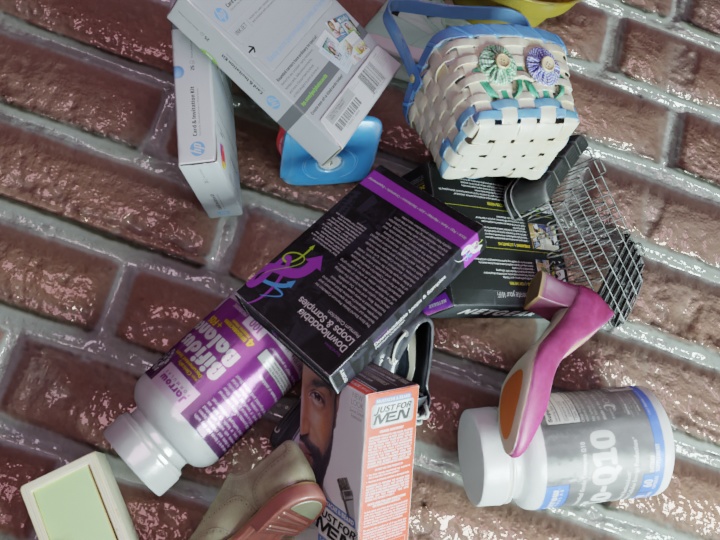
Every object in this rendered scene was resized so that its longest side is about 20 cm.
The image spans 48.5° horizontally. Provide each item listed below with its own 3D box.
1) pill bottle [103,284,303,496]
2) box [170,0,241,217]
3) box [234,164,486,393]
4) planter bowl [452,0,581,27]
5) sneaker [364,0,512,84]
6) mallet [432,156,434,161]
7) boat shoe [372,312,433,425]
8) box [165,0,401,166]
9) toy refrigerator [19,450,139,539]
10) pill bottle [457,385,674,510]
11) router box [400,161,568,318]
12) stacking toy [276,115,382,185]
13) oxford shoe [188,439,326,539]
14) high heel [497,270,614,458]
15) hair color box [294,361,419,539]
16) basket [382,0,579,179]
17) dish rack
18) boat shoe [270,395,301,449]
[{"bbox_3d":[-0.149,0.118,0.786,0.112,0.112,0.200,45,73,5],"label":"pill bottle"},{"bbox_3d":[-0.159,-0.176,0.833,0.040,0.156,0.204,-7,76,-2],"label":"box"},{"bbox_3d":[0.000,0.000,0.741,0.200,0.036,0.142,-41,52,-18],"label":"box"},{"bbox_3d":[0.169,-0.343,0.958,0.197,0.084,0.203,11,48,-12],"label":"planter bowl"},{"bbox_3d":[0.103,-0.269,0.938,0.198,0.074,0.119,24,68,9],"label":"sneaker"},{"bbox_3d":[0.088,-0.106,0.926,0.040,0.066,0.203,6,57,14],"label":"mallet"},{"bbox_3d":[0.037,0.129,0.795,0.072,0.062,0.204,-9,108,-43],"label":"boat shoe"},{"bbox_3d":[-0.067,-0.223,0.782,0.200,0.041,0.157,43,49,-14],"label":"box"},{"bbox_3d":[-0.243,0.281,0.751,0.075,0.070,0.203,-23,80,-14],"label":"toy refrigerator"},{"bbox_3d":[0.206,0.183,0.822,0.196,0.114,0.116,-4,75,-9],"label":"pill bottle"},{"bbox_3d":[0.138,-0.027,0.854,0.198,0.051,0.152,4,71,-39],"label":"router box"},{"bbox_3d":[-0.048,-0.205,0.904,0.108,0.116,0.203,-3,64,-12],"label":"stacking toy"},{"bbox_3d":[-0.117,0.238,0.762,0.199,0.070,0.075,-37,52,16],"label":"oxford shoe"},{"bbox_3d":[0.196,0.100,0.785,0.095,0.068,0.202,24,55,-8],"label":"high heel"},{"bbox_3d":[-0.007,0.189,0.744,0.063,0.110,0.204,-4,103,-35],"label":"hair color box"},{"bbox_3d":[0.126,-0.196,0.810,0.173,0.140,0.202,-5,56,-23],"label":"basket"},{"bbox_3d":[0.248,-0.041,0.887,0.153,0.054,0.202,-45,109,-43],"label":"dish rack"},{"bbox_3d":[-0.021,0.117,0.836,0.066,0.070,0.201,26,73,37],"label":"boat shoe"}]
